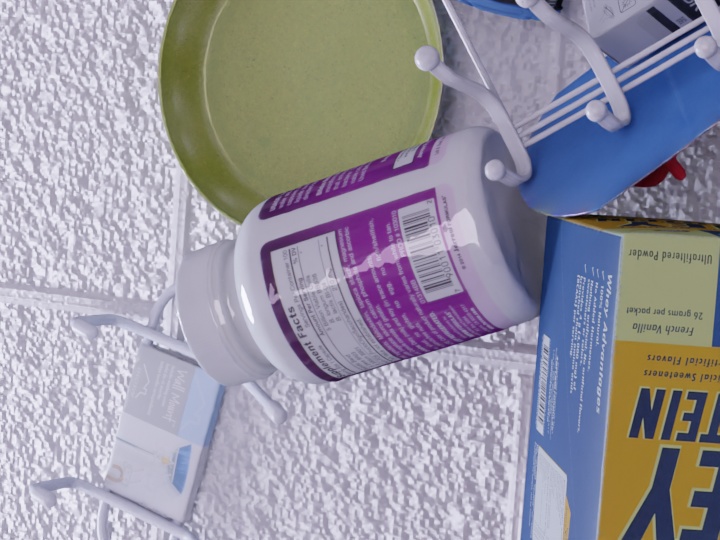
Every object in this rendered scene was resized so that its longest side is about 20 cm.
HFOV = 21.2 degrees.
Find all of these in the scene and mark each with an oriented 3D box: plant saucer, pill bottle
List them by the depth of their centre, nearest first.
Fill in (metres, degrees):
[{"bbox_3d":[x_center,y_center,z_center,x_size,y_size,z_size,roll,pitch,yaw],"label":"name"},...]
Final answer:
[{"bbox_3d":[0.000,0.000,1.083,0.199,0.112,0.113,-18,83,24],"label":"pill bottle"},{"bbox_3d":[-0.033,-0.119,1.165,0.199,0.031,0.201,0,91,28],"label":"plant saucer"}]

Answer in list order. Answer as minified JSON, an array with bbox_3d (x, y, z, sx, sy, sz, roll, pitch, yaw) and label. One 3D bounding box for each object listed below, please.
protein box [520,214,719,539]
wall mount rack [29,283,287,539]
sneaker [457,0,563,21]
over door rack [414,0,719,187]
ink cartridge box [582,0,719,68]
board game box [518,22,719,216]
[{"bbox_3d":[0.164,0.077,0.942,0.134,0.200,0.200,4,94,-4],"label":"protein box"},{"bbox_3d":[-0.116,0.112,1.190,0.173,0.074,0.201,21,102,27],"label":"wall mount rack"},{"bbox_3d":[0.050,-0.221,1.093,0.083,0.071,0.200,-45,68,28],"label":"sneaker"},{"bbox_3d":[0.089,-0.163,0.988,0.147,0.067,0.201,-28,75,32],"label":"over door rack"},{"bbox_3d":[0.199,-0.197,0.999,0.200,0.039,0.100,-32,46,33],"label":"ink cartridge box"},{"bbox_3d":[0.173,-0.088,1.001,0.200,0.158,0.039,-38,112,17],"label":"board game box"}]
